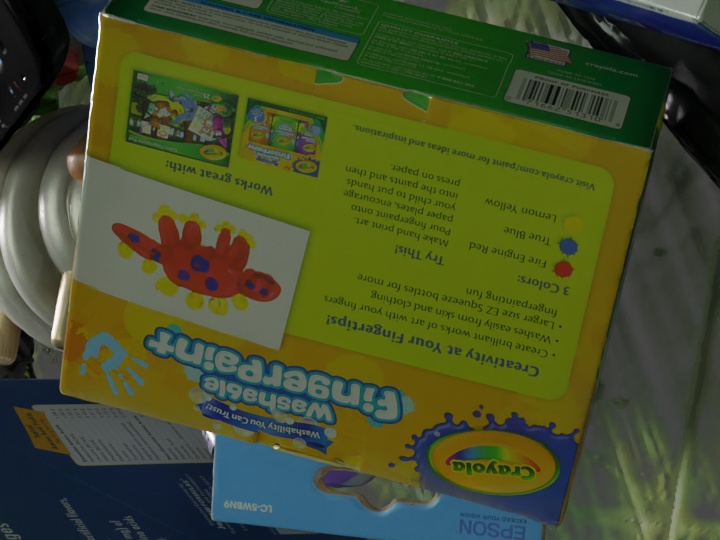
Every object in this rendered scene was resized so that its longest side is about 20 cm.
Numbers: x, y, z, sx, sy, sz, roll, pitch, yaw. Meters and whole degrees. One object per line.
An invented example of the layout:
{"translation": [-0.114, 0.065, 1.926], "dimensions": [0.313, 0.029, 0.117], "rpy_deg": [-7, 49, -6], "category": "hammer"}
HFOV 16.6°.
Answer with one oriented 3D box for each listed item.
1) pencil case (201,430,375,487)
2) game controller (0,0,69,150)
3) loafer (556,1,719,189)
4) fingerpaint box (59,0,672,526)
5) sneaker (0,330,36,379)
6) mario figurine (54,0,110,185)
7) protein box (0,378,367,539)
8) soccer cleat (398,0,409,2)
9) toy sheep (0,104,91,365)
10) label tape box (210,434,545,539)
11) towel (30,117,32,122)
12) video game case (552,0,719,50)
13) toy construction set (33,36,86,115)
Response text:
{"translation": [0.000, 0.000, 1.087], "dimensions": [0.086, 0.084, 0.200], "rpy_deg": [-110, 38, -61], "category": "pencil case"}
{"translation": [-0.178, -0.108, 1.091], "dimensions": [0.104, 0.042, 0.200], "rpy_deg": [65, 160, 2], "category": "game controller"}
{"translation": [0.125, -0.099, 0.946], "dimensions": [0.070, 0.068, 0.201], "rpy_deg": [-40, 49, 5], "category": "loafer"}
{"translation": [0.000, -0.013, 0.915], "dimensions": [0.073, 0.200, 0.167], "rpy_deg": [-65, -13, -58], "category": "fingerpaint box"}
{"translation": [-0.201, 0.049, 1.345], "dimensions": [0.200, 0.083, 0.071], "rpy_deg": [53, 147, 19], "category": "sneaker"}
{"translation": [-0.131, -0.135, 1.078], "dimensions": [0.123, 0.106, 0.200], "rpy_deg": [-13, 95, 19], "category": "mario figurine"}
{"translation": [-0.116, 0.157, 1.128], "dimensions": [0.199, 0.200, 0.135], "rpy_deg": [46, 124, 43], "category": "protein box"}
{"translation": [-0.030, -0.170, 1.144], "dimensions": [0.200, 0.078, 0.069], "rpy_deg": [21, 93, 30], "category": "soccer cleat"}
{"translation": [-0.127, -0.017, 1.206], "dimensions": [0.200, 0.138, 0.138], "rpy_deg": [-10, 81, 57], "category": "toy sheep"}
{"translation": [0.015, 0.007, 1.005], "dimensions": [0.144, 0.063, 0.200], "rpy_deg": [6, 110, 9], "category": "label tape box"}
{"translation": [-0.209, -0.077, 1.277], "dimensions": [0.023, 0.200, 0.153], "rpy_deg": [-9, 68, 11], "category": "towel"}
{"translation": [0.093, -0.192, 0.929], "dimensions": [0.200, 0.045, 0.182], "rpy_deg": [23, 90, 39], "category": "video game case"}
{"translation": [-0.149, -0.155, 1.232], "dimensions": [0.131, 0.092, 0.200], "rpy_deg": [-23, 44, 27], "category": "toy construction set"}
